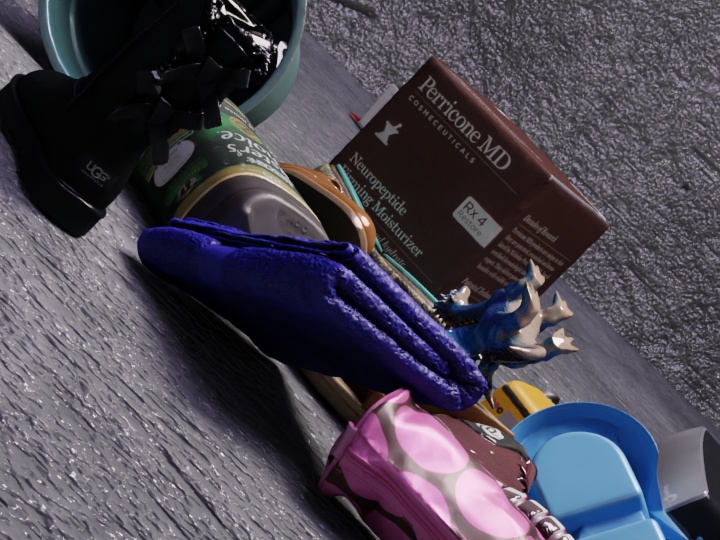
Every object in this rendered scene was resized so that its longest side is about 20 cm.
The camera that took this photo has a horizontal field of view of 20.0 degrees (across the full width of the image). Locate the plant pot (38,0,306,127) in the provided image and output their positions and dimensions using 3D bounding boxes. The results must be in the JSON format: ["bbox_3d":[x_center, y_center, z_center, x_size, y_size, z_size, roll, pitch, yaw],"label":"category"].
[{"bbox_3d":[-0.130,-0.189,1.595,0.200,0.200,0.196,45,1,7],"label":"plant pot"}]

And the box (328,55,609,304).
[{"bbox_3d":[0.072,-0.041,1.756,0.166,0.200,0.164,48,9,26],"label":"box"}]

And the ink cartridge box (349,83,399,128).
[{"bbox_3d":[0.098,-0.170,2.939,0.200,0.084,0.176,38,10,-35],"label":"ink cartridge box"}]

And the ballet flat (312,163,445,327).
[{"bbox_3d":[0.000,0.000,1.647,0.200,0.075,0.068,54,-3,29],"label":"ballet flat"}]

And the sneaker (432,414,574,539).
[{"bbox_3d":[0.100,0.154,1.266,0.200,0.076,0.116,47,25,18],"label":"sneaker"}]

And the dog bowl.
[{"bbox_3d":[0.163,0.180,1.374,0.050,0.111,0.200,82,-11,-47],"label":"dog bowl"}]

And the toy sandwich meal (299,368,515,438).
[{"bbox_3d":[0.026,0.073,1.412,0.205,0.070,0.205,43,8,-8],"label":"toy sandwich meal"}]

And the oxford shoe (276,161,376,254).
[{"bbox_3d":[-0.037,-0.049,1.485,0.200,0.071,0.071,27,-54,56],"label":"oxford shoe"}]

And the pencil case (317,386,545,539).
[{"bbox_3d":[0.060,0.156,1.130,0.200,0.091,0.094,44,21,15],"label":"pencil case"}]

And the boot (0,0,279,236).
[{"bbox_3d":[-0.137,-0.117,1.239,0.073,0.162,0.198,42,8,-27],"label":"boot"}]

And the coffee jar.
[{"bbox_3d":[-0.094,-0.050,1.390,0.104,0.085,0.200,37,11,-37],"label":"coffee jar"}]

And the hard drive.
[{"bbox_3d":[0.272,0.184,1.501,0.135,0.042,0.200,48,13,-1],"label":"hard drive"}]

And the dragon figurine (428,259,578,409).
[{"bbox_3d":[0.090,0.052,1.383,0.059,0.099,0.200,50,16,-15],"label":"dragon figurine"}]

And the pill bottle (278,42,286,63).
[{"bbox_3d":[-0.167,-0.230,1.826,0.200,0.116,0.116,41,9,-24],"label":"pill bottle"}]

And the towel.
[{"bbox_3d":[-0.028,0.021,1.220,0.148,0.050,0.200,38,-15,-36],"label":"towel"}]

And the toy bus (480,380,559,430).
[{"bbox_3d":[0.147,0.149,1.554,0.065,0.078,0.200,52,5,32],"label":"toy bus"}]
